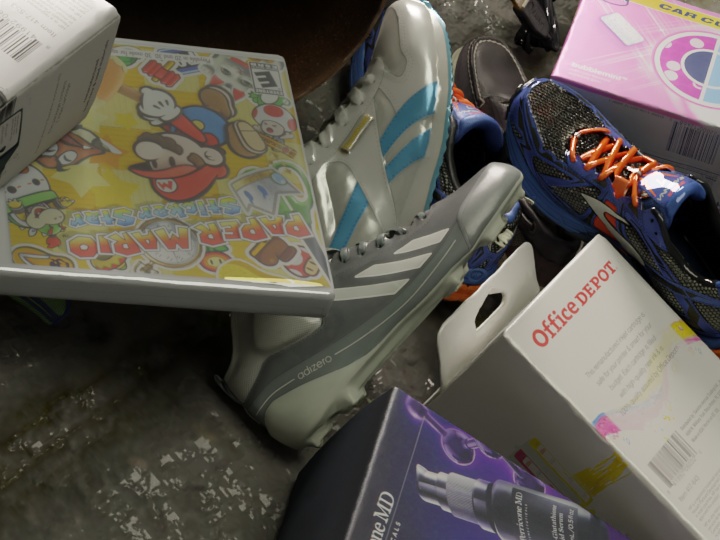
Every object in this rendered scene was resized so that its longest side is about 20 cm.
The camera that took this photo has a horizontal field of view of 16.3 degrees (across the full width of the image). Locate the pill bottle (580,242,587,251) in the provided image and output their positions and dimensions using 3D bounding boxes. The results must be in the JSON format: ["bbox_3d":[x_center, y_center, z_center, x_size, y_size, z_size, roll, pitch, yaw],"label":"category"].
[{"bbox_3d":[0.197,-0.014,1.586,0.109,0.110,0.200,36,42,-10],"label":"pill bottle"}]

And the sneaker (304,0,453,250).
[{"bbox_3d":[0.002,-0.066,1.447,0.080,0.077,0.201,14,77,-10],"label":"sneaker"}]

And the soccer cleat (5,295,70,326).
[{"bbox_3d":[-0.127,-0.032,1.377,0.084,0.065,0.200,52,45,3],"label":"soccer cleat"}]

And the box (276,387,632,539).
[{"bbox_3d":[0.052,0.184,1.314,0.200,0.104,0.148,33,43,-14],"label":"box"}]

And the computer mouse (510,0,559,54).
[{"bbox_3d":[0.088,-0.236,1.674,0.200,0.046,0.141,62,22,-46],"label":"computer mouse"}]

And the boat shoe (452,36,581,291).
[{"bbox_3d":[0.104,-0.074,1.592,0.072,0.065,0.201,14,49,-28],"label":"boat shoe"}]

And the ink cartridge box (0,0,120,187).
[{"bbox_3d":[-0.239,-0.096,1.244,0.146,0.086,0.200,35,47,10],"label":"ink cartridge box"}]

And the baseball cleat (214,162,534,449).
[{"bbox_3d":[0.000,0.000,1.378,0.106,0.070,0.200,40,82,3],"label":"baseball cleat"}]

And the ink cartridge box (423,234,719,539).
[{"bbox_3d":[0.126,0.091,1.431,0.200,0.125,0.128,47,41,3],"label":"ink cartridge box"}]

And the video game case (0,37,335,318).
[{"bbox_3d":[-0.122,-0.056,1.331,0.199,0.023,0.183,5,47,-20],"label":"video game case"}]

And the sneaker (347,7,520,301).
[{"bbox_3d":[0.054,-0.082,1.536,0.075,0.078,0.201,2,57,-37],"label":"sneaker"}]

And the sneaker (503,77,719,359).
[{"bbox_3d":[0.166,-0.041,1.459,0.200,0.078,0.075,45,59,6],"label":"sneaker"}]

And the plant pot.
[{"bbox_3d":[-0.105,-0.218,1.475,0.186,0.187,0.200,4,41,-37],"label":"plant pot"}]

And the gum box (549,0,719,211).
[{"bbox_3d":[0.217,-0.099,1.549,0.199,0.066,0.114,18,43,5],"label":"gum box"}]
